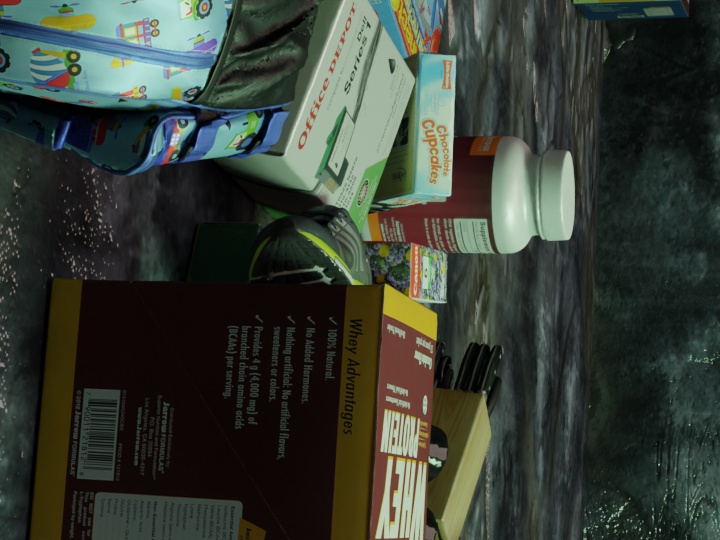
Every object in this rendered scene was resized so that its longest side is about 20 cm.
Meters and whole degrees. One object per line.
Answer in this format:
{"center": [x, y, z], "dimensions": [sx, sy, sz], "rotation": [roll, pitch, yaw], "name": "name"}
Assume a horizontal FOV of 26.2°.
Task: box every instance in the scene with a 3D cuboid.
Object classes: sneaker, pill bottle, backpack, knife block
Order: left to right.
{"center": [-0.135, -0.125, 0.718], "dimensions": [0.200, 0.182, 0.135], "rotation": [-19, 126, -59], "name": "backpack"}
{"center": [-0.035, -0.011, 1.098], "dimensions": [0.200, 0.073, 0.081], "rotation": [55, 27, -73], "name": "sneaker"}
{"center": [0.096, 0.160, 1.503], "dimensions": [0.200, 0.175, 0.064], "rotation": [51, -17, 45], "name": "knife block"}
{"center": [0.102, -0.073, 1.492], "dimensions": [0.113, 0.199, 0.114], "rotation": [1, 90, -74], "name": "pill bottle"}

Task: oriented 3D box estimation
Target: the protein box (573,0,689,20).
{"center": [0.508, -0.550, 2.885], "dimensions": [0.200, 0.197, 0.136], "rotation": [1, 90, -74], "name": "protein box"}

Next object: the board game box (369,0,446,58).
{"center": [0.032, -0.281, 1.497], "dimensions": [0.200, 0.056, 0.197], "rotation": [65, 30, -57], "name": "board game box"}

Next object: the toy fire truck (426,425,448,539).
{"center": [-0.025, 0.202, 1.234], "dimensions": [0.128, 0.200, 0.177], "rotation": [24, 65, -33], "name": "toy fire truck"}

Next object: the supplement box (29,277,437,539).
{"center": [-0.069, 0.110, 0.903], "dimensions": [0.133, 0.199, 0.198], "rotation": [30, 62, -72], "name": "supplement box"}

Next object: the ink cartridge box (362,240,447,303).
{"center": [0.000, 0.000, 1.302], "dimensions": [0.200, 0.108, 0.051], "rotation": [11, 80, -74], "name": "ink cartridge box"}

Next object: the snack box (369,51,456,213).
{"center": [0.027, -0.114, 1.335], "dimensions": [0.200, 0.037, 0.117], "rotation": [174, -82, -71], "name": "snack box"}

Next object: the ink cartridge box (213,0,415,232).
{"center": [-0.039, -0.126, 1.151], "dimensions": [0.200, 0.084, 0.147], "rotation": [44, 64, -69], "name": "ink cartridge box"}

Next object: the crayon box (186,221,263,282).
{"center": [-0.091, 0.083, 1.094], "dimensions": [0.126, 0.051, 0.201], "rotation": [64, 31, -57], "name": "crayon box"}
